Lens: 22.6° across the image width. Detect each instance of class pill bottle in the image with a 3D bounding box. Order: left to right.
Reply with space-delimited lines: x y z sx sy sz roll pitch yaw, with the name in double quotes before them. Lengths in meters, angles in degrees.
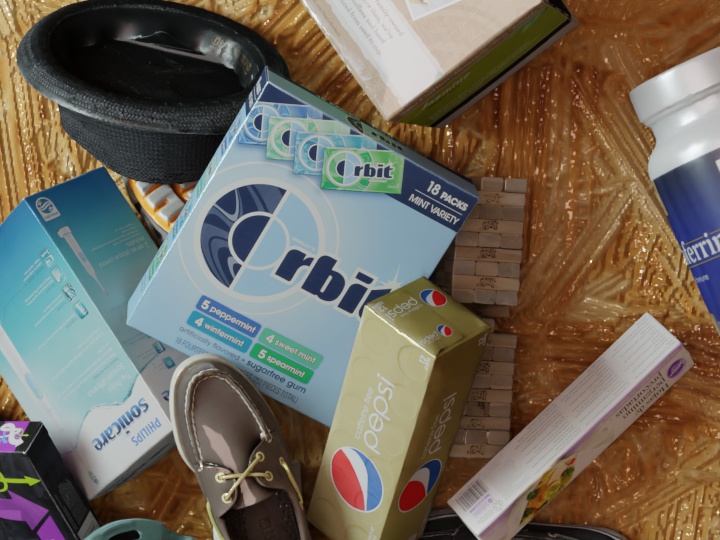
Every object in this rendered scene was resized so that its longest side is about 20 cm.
"pill bottle" 0.267 -0.051 1.235 0.115 0.116 0.201 -24 86 13

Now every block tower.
"block tower" 0.081 0.033 1.305 0.054 0.058 0.201 3 91 -16

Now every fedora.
"fedora" -0.154 -0.123 1.329 0.200 0.201 0.092 17 126 12

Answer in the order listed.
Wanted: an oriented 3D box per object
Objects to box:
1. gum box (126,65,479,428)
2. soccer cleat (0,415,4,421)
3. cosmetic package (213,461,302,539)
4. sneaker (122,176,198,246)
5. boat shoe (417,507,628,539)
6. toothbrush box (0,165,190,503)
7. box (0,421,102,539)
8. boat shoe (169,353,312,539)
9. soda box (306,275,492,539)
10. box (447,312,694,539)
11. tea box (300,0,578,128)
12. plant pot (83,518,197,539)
"gum box" -0.041 -0.013 1.249 0.170 0.045 0.200 28 105 -14
"soccer cleat" -0.368 0.091 1.408 0.200 0.084 0.065 30 98 10
"cosmetic package" -0.073 0.249 1.345 0.050 0.083 0.201 -3 91 13
"sneaker" -0.114 -0.013 1.352 0.200 0.078 0.077 48 139 20
"boat shoe" 0.100 0.216 1.310 0.199 0.066 0.070 3 93 14
"toothbrush box" -0.198 0.049 1.335 0.200 0.085 0.146 56 134 7
"box" -0.299 0.174 1.362 0.199 0.036 0.143 -1 131 27
"boat shoe" -0.076 0.153 1.247 0.072 0.060 0.201 -21 108 -10
"soda box" 0.024 0.108 1.252 0.068 0.064 0.200 36 130 27
"box" 0.150 0.116 1.281 0.200 0.039 0.041 -44 52 -2
"tea box" 0.033 -0.217 1.242 0.133 0.197 0.200 -37 83 12
"plant pot" -0.186 0.290 1.283 0.200 0.200 0.196 50 124 7
